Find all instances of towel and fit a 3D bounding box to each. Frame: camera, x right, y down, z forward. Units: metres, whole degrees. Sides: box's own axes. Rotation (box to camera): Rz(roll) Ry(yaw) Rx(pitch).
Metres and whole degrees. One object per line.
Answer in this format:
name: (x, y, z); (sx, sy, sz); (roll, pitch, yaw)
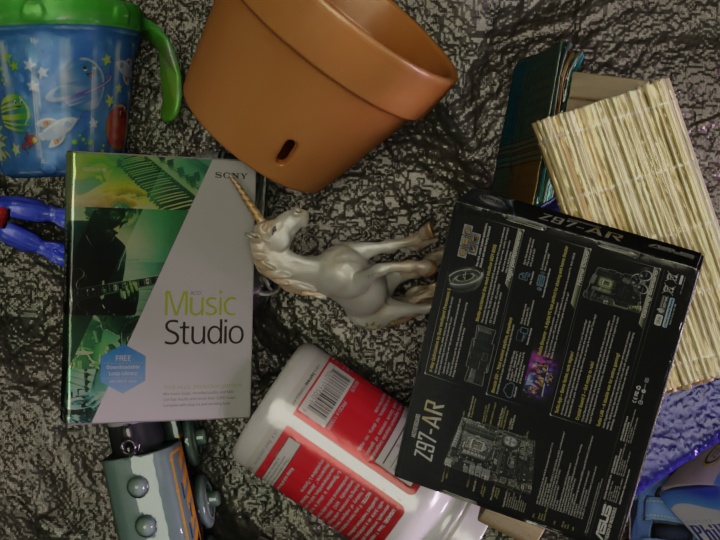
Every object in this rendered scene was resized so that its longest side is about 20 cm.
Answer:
towel: (0.127, -0.069, 0.930); (0.021, 0.147, 0.202); (10, 93, -7)
towel: (0.175, 0.042, 0.826); (0.147, 0.050, 0.201); (-33, 90, 10)

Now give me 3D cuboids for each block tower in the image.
block tower: (0.192, -0.105, 0.903); (0.057, 0.200, 0.055); (11, 92, 18)

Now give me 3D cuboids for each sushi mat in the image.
sushi mat: (0.189, -0.018, 0.787); (0.095, 0.012, 0.202); (-19, 92, 8)

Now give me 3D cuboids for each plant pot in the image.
plant pot: (-0.044, -0.156, 0.921); (0.200, 0.200, 0.140); (41, 109, 1)

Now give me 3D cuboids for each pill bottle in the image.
pill bottle: (0.007, 0.157, 0.957); (0.199, 0.112, 0.113); (34, 93, 1)

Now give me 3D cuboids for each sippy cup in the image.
sippy cup: (-0.237, -0.140, 0.941); (0.176, 0.140, 0.132); (-1, 94, 5)

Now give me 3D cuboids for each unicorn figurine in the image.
unicorn figurine: (0.000, 0.000, 0.925); (0.136, 0.200, 0.074); (-13, 49, 18)

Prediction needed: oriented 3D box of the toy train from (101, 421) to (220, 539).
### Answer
toy train: (-0.159, 0.199, 0.964); (0.084, 0.114, 0.202); (-10, 91, 2)

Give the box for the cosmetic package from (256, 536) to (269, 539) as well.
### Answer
cosmetic package: (-0.080, 0.336, 0.977); (0.103, 0.087, 0.202); (21, 92, 1)

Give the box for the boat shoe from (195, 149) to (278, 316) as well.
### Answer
boat shoe: (-0.099, 0.001, 0.977); (0.070, 0.072, 0.202); (-2, 91, 3)

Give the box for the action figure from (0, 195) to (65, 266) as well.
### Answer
action figure: (-0.296, -0.044, 0.995); (0.198, 0.099, 0.066); (18, 89, -20)

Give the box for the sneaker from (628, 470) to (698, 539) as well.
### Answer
sneaker: (0.249, 0.221, 0.963); (0.073, 0.082, 0.202); (5, 90, 4)

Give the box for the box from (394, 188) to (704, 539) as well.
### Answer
box: (0.119, 0.065, 0.785); (0.159, 0.044, 0.202); (16, 108, 16)

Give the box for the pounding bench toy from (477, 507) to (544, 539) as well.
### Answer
pounding bench toy: (0.153, 0.103, 0.926); (0.124, 0.156, 0.201); (34, 92, 1)

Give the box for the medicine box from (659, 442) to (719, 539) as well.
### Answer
medicine box: (0.369, 0.178, 0.918); (0.182, 0.103, 0.200); (-42, 88, -19)

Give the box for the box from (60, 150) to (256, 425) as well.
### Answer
box: (-0.152, 0.013, 0.906); (0.143, 0.036, 0.202); (0, 91, -24)
